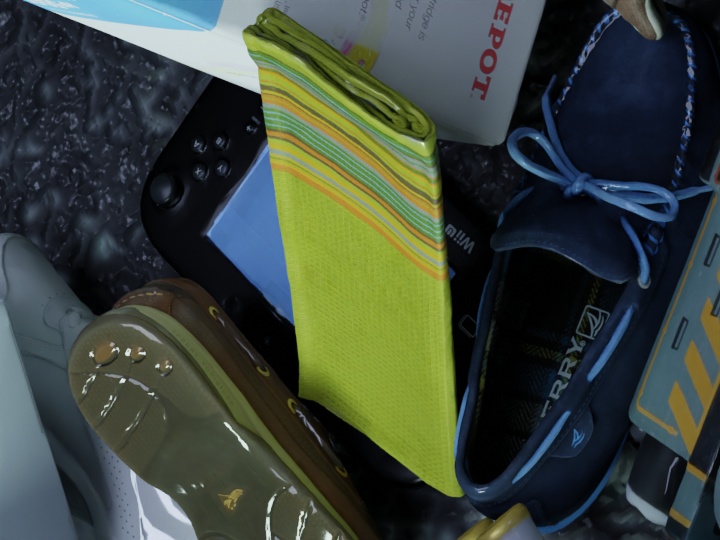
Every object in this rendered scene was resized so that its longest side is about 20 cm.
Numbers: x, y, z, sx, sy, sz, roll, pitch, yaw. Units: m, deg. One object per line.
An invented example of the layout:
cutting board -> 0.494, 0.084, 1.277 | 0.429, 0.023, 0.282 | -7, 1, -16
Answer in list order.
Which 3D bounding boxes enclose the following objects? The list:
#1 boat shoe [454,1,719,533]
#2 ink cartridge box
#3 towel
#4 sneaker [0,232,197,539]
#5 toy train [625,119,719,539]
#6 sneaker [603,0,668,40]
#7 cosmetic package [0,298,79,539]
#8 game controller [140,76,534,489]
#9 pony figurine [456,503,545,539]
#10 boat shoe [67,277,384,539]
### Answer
boat shoe -> 0.086, -0.003, 1.037 | 0.084, 0.069, 0.201 | 8, 85, 28
ink cartridge box -> -0.020, -0.132, 1.064 | 0.125, 0.199, 0.129 | 13, 84, 55
towel -> 0.000, 0.000, 1.020 | 0.086, 0.018, 0.201 | 37, 151, 32
sneaker -> -0.095, 0.056, 1.203 | 0.099, 0.078, 0.200 | -41, 72, 23
toy train -> 0.156, 0.016, 0.989 | 0.114, 0.085, 0.201 | 35, 112, 48
sneaker -> 0.167, -0.145, 0.997 | 0.199, 0.070, 0.076 | -19, 105, 24
cosmetic package -> -0.189, 0.079, 1.213 | 0.200, 0.052, 0.151 | 11, 123, 58
game controller -> -0.009, -0.006, 1.147 | 0.200, 0.042, 0.105 | 44, 114, 32
pony figurine -> 0.091, 0.174, 0.949 | 0.166, 0.193, 0.200 | -38, 86, -8
boat shoe -> -0.030, 0.086, 1.118 | 0.072, 0.068, 0.200 | -31, 99, 35
